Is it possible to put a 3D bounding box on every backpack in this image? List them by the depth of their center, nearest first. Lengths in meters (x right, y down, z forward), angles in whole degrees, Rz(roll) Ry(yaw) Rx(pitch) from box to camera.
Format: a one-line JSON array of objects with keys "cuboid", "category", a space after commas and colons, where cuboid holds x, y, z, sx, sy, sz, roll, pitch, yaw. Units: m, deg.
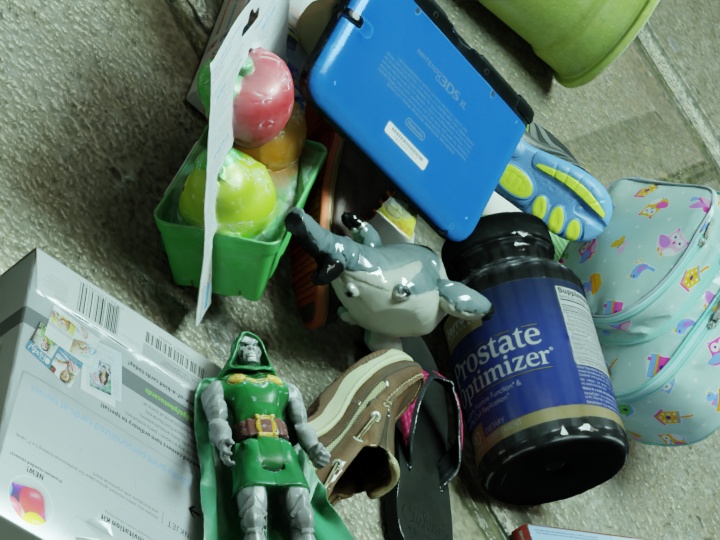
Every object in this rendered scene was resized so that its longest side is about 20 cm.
[{"cuboid": [0.239, 0.030, 1.797, 0.153, 0.176, 0.201, 31, 79, -32], "category": "backpack"}]

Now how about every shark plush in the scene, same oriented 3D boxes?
[{"cuboid": [0.000, 0.000, 1.564, 0.200, 0.091, 0.084, 15, 52, -45], "category": "shark plush"}]

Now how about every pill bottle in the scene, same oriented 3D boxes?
[{"cuboid": [0.121, 0.062, 1.695, 0.112, 0.112, 0.201, 19, 47, -43], "category": "pill bottle"}]

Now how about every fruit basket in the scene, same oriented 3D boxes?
[{"cuboid": [-0.082, -0.092, 1.515, 0.185, 0.093, 0.201, -66, 159, -53], "category": "fruit basket"}]

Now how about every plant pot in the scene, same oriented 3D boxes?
[{"cuboid": [0.156, -0.291, 2.011, 0.184, 0.200, 0.201, 28, 40, -16], "category": "plant pot"}]

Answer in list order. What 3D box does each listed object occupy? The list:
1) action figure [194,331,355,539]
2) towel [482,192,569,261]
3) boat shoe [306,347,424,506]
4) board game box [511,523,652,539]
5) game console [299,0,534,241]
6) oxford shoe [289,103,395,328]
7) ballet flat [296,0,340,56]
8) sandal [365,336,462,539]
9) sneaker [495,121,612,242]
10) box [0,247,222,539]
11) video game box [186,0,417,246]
[{"cuboid": [-0.057, 0.121, 1.388, 0.118, 0.055, 0.200, 4, 49, -22], "category": "action figure"}, {"cuboid": [0.115, -0.066, 1.884, 0.152, 0.023, 0.201, 2, 60, -50], "category": "towel"}, {"cuboid": [-0.007, 0.121, 1.503, 0.075, 0.075, 0.202, 35, 40, 16], "category": "boat shoe"}, {"cuboid": [0.194, 0.246, 1.709, 0.200, 0.019, 0.103, 14, 49, -46], "category": "board game box"}, {"cuboid": [0.019, -0.144, 1.609, 0.200, 0.118, 0.171, 43, 68, -40], "category": "game console"}, {"cuboid": [-0.004, -0.054, 1.620, 0.072, 0.071, 0.201, 11, 78, -18], "category": "oxford shoe"}, {"cuboid": [0.028, -0.121, 1.700, 0.200, 0.069, 0.069, 52, 33, -5], "category": "ballet flat"}, {"cuboid": [0.046, 0.115, 1.612, 0.075, 0.045, 0.201, 26, 43, -35], "category": "sandal"}, {"cuboid": [0.110, -0.093, 1.781, 0.199, 0.071, 0.083, 40, 3, 1], "category": "sneaker"}, {"cuboid": [-0.157, 0.104, 1.365, 0.156, 0.041, 0.200, 35, 37, -29], "category": "box"}, {"cuboid": [-0.029, -0.127, 1.734, 0.200, 0.047, 0.182, 41, 33, -20], "category": "video game box"}]
